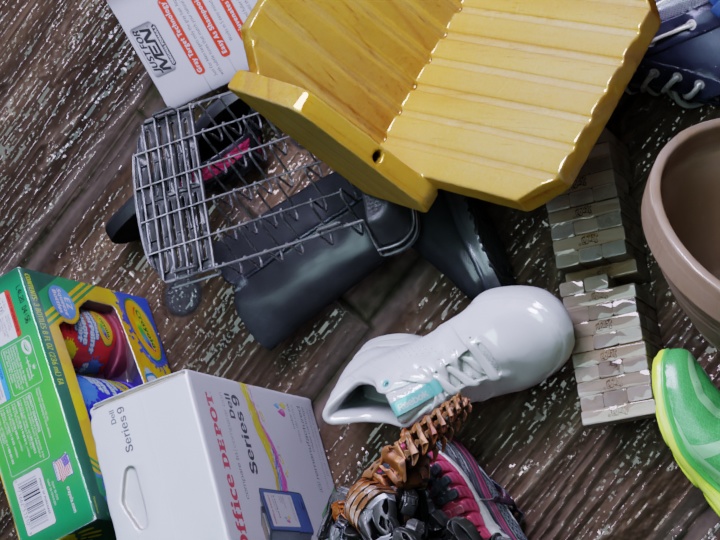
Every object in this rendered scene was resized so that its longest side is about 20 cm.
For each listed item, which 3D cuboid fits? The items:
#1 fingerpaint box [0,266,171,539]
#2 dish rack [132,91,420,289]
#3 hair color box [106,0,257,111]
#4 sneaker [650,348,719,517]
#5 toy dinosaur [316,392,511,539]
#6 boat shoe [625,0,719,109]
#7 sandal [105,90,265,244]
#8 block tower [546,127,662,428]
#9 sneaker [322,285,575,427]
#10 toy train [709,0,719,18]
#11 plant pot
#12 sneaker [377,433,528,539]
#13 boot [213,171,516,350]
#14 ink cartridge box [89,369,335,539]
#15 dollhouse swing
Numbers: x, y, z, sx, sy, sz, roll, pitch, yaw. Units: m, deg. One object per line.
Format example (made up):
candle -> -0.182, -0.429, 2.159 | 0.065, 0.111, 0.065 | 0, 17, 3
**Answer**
fingerpaint box -> -0.202, 0.110, 1.312 | 0.073, 0.167, 0.201 | -28, 69, 20
dish rack -> -0.067, -0.068, 1.267 | 0.199, 0.055, 0.154 | -17, 65, 14
hair color box -> -0.077, -0.208, 1.309 | 0.199, 0.061, 0.102 | -22, 110, 21
sneaker -> 0.262, 0.129, 1.139 | 0.083, 0.074, 0.200 | -39, 76, 17
toy dinosaur -> 0.025, 0.175, 1.154 | 0.136, 0.102, 0.201 | 40, 139, 36
boat shoe -> 0.206, -0.143, 1.214 | 0.200, 0.075, 0.093 | -31, 75, 19
sandal -> -0.117, -0.079, 1.364 | 0.200, 0.075, 0.045 | -44, 72, 20
block tower -> 0.170, 0.008, 1.214 | 0.054, 0.058, 0.201 | -14, 73, 23
sneaker -> 0.057, 0.073, 1.208 | 0.200, 0.088, 0.075 | -23, 100, 41
toy train -> 0.288, -0.138, 1.141 | 0.200, 0.046, 0.034 | 46, 143, 6
plant pot -> 0.269, -0.001, 1.121 | 0.201, 0.200, 0.093 | 41, 139, 26
sneaker -> 0.094, 0.195, 1.209 | 0.081, 0.075, 0.200 | -39, 79, 30
boot -> 0.000, -0.001, 1.289 | 0.200, 0.066, 0.165 | -30, 59, 14
ink cartridge box -> -0.092, 0.160, 1.230 | 0.087, 0.200, 0.146 | -23, 71, 20
dollhouse swing -> 0.056, -0.157, 1.130 | 0.200, 0.182, 0.176 | -59, 25, -10
